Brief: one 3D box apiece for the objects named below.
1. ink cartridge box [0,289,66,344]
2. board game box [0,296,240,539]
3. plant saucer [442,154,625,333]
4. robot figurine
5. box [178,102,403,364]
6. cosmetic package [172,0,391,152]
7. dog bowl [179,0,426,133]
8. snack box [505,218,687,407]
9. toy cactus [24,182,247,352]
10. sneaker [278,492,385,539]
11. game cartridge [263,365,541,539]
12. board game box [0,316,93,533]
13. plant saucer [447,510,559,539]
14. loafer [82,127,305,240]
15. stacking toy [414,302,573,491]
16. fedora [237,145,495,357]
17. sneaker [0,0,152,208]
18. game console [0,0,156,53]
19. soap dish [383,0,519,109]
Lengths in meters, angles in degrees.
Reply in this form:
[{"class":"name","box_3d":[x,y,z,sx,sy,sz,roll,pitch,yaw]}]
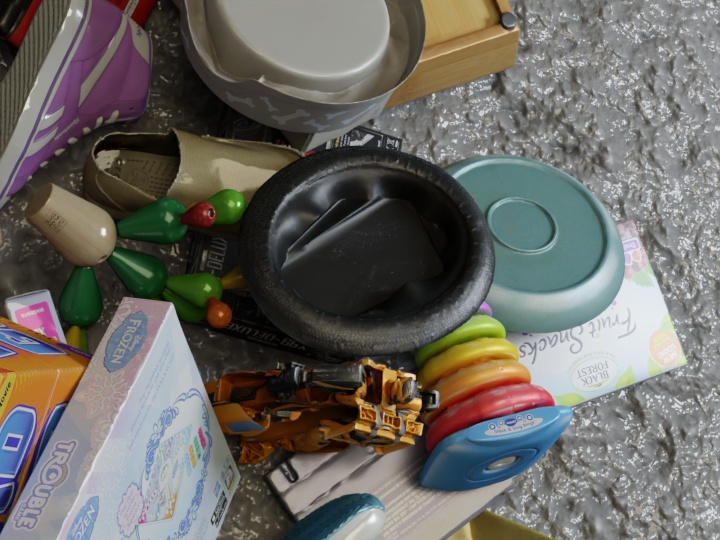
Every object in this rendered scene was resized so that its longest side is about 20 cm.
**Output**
[{"class":"ink cartridge box","box_3d":[-0.224,0.125,1.013,0.042,0.119,0.202,-15,82,-26]},{"class":"board game box","box_3d":[-0.153,0.159,0.926,0.043,0.200,0.201,7,49,18]},{"class":"plant saucer","box_3d":[0.138,-0.033,1.203,0.198,0.028,0.202,6,49,-7]},{"class":"robot figurine","box_3d":[-0.039,0.108,1.037,0.144,0.199,0.059,21,65,-47]},{"class":"box","box_3d":[-0.057,-0.036,1.161,0.156,0.050,0.202,16,70,-17]},{"class":"cosmetic package","box_3d":[-0.065,-0.206,1.158,0.105,0.071,0.200,-32,75,-38]},{"class":"dog bowl","box_3d":[-0.050,-0.194,1.074,0.198,0.059,0.202,11,56,-17]},{"class":"snack box","box_3d":[0.178,0.049,1.229,0.198,0.053,0.144,-17,84,-23]},{"class":"toy cactus","box_3d":[-0.179,0.001,1.025,0.165,0.199,0.103,39,25,-33]},{"class":"sneaker","box_3d":[-0.045,0.257,1.060,0.081,0.077,0.200,41,89,-9]},{"class":"game cartridge","box_3d":[0.037,0.163,1.131,0.199,0.038,0.130,-34,88,-13]},{"class":"board game box","box_3d":[-0.308,0.120,0.872,0.198,0.200,0.202,20,92,12]},{"class":"plant saucer","box_3d":[0.084,0.283,1.069,0.199,0.199,0.049,-36,116,-25]},{"class":"loafer","box_3d":[-0.126,-0.070,1.085,0.198,0.068,0.077,0,70,3]},{"class":"stacking toy","box_3d":[0.080,0.063,1.103,0.115,0.110,0.202,-11,65,-17]},{"class":"fedora","box_3d":[0.000,0.000,1.053,0.198,0.092,0.202,7,57,-10]},{"class":"sneaker","box_3d":[-0.232,-0.114,1.088,0.114,0.073,0.201,27,99,-44]},{"class":"game console","box_3d":[-0.268,-0.258,1.155,0.172,0.118,0.202,42,61,-41]},{"class":"soap dish","box_3d":[0.047,-0.261,1.245,0.156,0.081,0.202,-21,85,-25]}]
